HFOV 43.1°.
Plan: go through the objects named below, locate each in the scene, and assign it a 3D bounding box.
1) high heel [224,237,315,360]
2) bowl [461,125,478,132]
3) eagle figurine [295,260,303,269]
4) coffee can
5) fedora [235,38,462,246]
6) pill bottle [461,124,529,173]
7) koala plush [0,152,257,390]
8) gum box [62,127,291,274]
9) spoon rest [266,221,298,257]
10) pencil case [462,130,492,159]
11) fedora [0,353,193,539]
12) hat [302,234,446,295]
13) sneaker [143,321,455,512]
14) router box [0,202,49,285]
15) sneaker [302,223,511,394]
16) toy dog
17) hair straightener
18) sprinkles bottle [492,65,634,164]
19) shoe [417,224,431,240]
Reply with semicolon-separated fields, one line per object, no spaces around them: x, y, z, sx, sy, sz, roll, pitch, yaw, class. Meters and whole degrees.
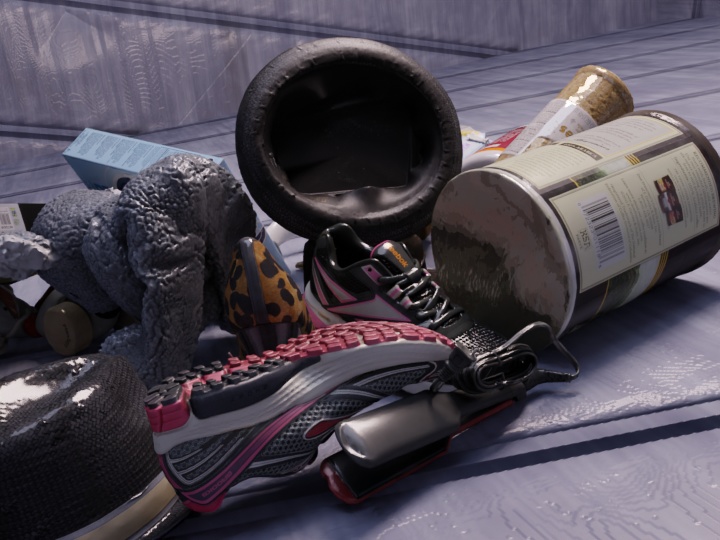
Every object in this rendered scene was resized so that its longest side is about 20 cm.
-0.067;0.025;0.687;0.071;0.143;0.200;-12;17;-4;high heel
0.088;-0.171;1.367;0.199;0.075;0.200;-16;18;-23;bowl
-0.022;-0.093;0.950;0.151;0.201;0.151;-9;16;6;eagle figurine
0.178;-0.036;0.735;0.199;0.147;0.146;-21;20;-32;coffee can
-0.015;-0.106;0.808;0.200;0.202;0.092;-15;-2;-17;fedora
0.176;-0.095;0.987;0.112;0.114;0.200;-1;20;30;pill bottle
-0.206;-0.020;0.788;0.199;0.185;0.177;11;27;26;koala plush
-0.187;-0.058;0.937;0.199;0.170;0.045;16;59;34;gum box
-0.046;-0.068;1.089;0.060;0.100;0.200;11;37;46;spoon rest
0.112;-0.120;1.161;0.090;0.083;0.200;-27;8;30;pencil case
-0.185;0.111;0.564;0.199;0.092;0.201;-9;17;3;fedora
0.000;0.000;0.839;0.199;0.081;0.201;-10;18;3;hat
-0.030;0.080;0.563;0.199;0.075;0.081;-16;9;-22;sneaker
-0.367;-0.019;0.896;0.157;0.053;0.200;-18;-1;18;router box
0.028;0.025;0.686;0.199;0.087;0.080;23;35;34;sneaker
-0.311;0.025;0.913;0.199;0.097;0.132;-5;11;15;toy dog
0.069;0.079;0.564;0.199;0.077;0.041;-14;49;-32;hair straightener
0.168;-0.102;0.846;0.200;0.068;0.068;-46;28;-14;sprinkles bottle
0.060;-0.110;0.988;0.070;0.200;0.053;32;66;22;shoe
